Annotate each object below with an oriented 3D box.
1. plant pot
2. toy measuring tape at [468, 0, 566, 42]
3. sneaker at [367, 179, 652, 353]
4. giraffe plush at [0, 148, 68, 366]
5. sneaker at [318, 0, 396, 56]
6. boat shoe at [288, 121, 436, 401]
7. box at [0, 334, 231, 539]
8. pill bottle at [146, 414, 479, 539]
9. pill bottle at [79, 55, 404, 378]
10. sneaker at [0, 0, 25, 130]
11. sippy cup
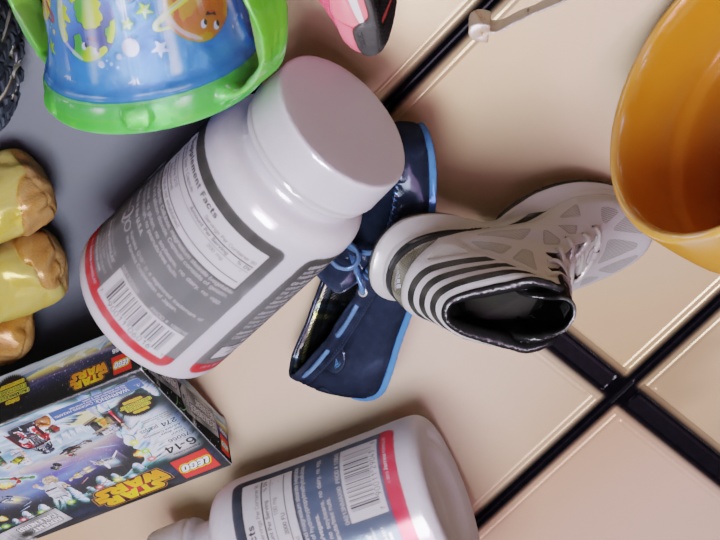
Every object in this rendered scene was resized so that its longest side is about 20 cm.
[{"bbox_3d":[0.279,-0.069,1.676,0.183,0.201,0.200,30,117,-32],"label":"plant pot"},{"bbox_3d":[0.143,-0.201,1.662,0.199,0.074,0.074,-23,117,14],"label":"toy measuring tape"},{"bbox_3d":[0.114,0.009,1.716,0.199,0.115,0.076,-11,123,-31],"label":"sneaker"},{"bbox_3d":[-0.285,0.021,1.746,0.199,0.162,0.174,-3,120,3],"label":"giraffe plush"},{"bbox_3d":[-0.043,-0.214,1.671,0.086,0.074,0.201,-14,115,25],"label":"sneaker"},{"bbox_3d":[0.000,0.000,1.770,0.068,0.084,0.201,5,118,-14],"label":"boat shoe"},{"bbox_3d":[-0.200,0.115,1.837,0.199,0.040,0.137,-22,144,13],"label":"box"},{"bbox_3d":[-0.032,0.180,1.855,0.199,0.120,0.120,-20,117,14],"label":"pill bottle"},{"bbox_3d":[-0.071,-0.033,1.718,0.114,0.114,0.200,36,126,-17],"label":"pill bottle"},{"bbox_3d":[-0.271,-0.168,1.701,0.086,0.078,0.201,-16,111,24],"label":"sneaker"},{"bbox_3d":[-0.129,-0.166,1.650,0.177,0.140,0.131,-8,118,5],"label":"sippy cup"}]
